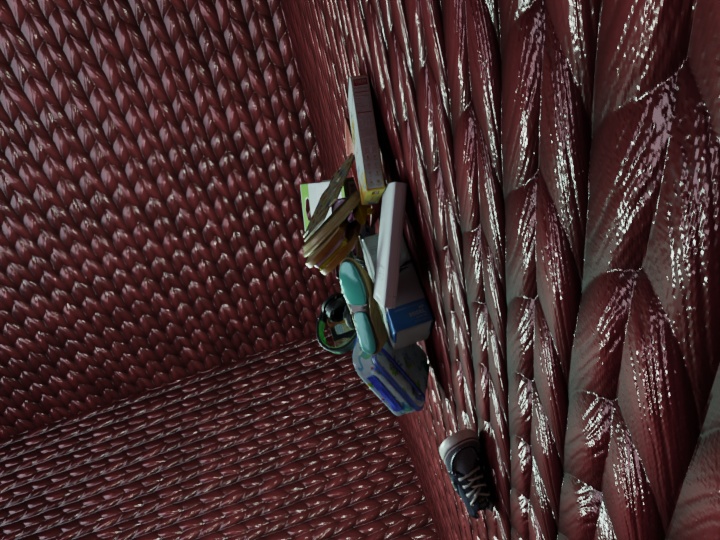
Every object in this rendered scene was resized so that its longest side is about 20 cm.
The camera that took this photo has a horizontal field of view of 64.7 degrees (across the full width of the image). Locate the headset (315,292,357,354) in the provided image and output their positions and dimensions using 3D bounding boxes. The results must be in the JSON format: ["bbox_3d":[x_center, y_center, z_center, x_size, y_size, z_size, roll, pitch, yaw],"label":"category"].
[{"bbox_3d":[-0.037,0.085,1.290,0.122,0.204,0.094,15,166,36],"label":"headset"}]

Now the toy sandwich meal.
[{"bbox_3d":[-0.041,-0.080,1.172,0.070,0.205,0.205,44,-179,-9],"label":"toy sandwich meal"}]

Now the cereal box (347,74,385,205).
[{"bbox_3d":[0.008,-0.234,1.046,0.144,0.039,0.205,124,137,-85],"label":"cereal box"}]

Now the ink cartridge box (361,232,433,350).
[{"bbox_3d":[0.072,0.038,1.140,0.145,0.082,0.204,83,169,-70],"label":"ink cartridge box"}]

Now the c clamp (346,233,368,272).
[{"bbox_3d":[0.000,0.000,1.226,0.200,0.027,0.174,-4,-107,-77],"label":"c clamp"}]

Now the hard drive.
[{"bbox_3d":[0.050,-0.046,0.987,0.132,0.026,0.205,-137,52,-82],"label":"hard drive"}]

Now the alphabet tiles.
[{"bbox_3d":[-0.068,-0.159,1.226,0.166,0.006,0.203,-42,23,51],"label":"alphabet tiles"}]

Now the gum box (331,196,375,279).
[{"bbox_3d":[-0.013,-0.070,1.409,0.113,0.065,0.205,10,-105,-61],"label":"gum box"}]

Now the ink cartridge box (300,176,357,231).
[{"bbox_3d":[-0.077,-0.175,1.568,0.198,0.075,0.152,5,105,49],"label":"ink cartridge box"}]

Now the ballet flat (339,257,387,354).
[{"bbox_3d":[0.008,0.061,1.090,0.067,0.063,0.204,3,115,38],"label":"ballet flat"}]

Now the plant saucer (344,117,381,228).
[{"bbox_3d":[0.010,-0.221,1.299,0.200,0.036,0.204,93,160,-77],"label":"plant saucer"}]

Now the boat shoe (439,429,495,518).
[{"bbox_3d":[0.189,0.347,0.957,0.094,0.074,0.201,61,177,40],"label":"boat shoe"}]

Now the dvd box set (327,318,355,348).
[{"bbox_3d":[0.023,0.132,1.407,0.148,0.195,0.030,77,176,-51],"label":"dvd box set"}]

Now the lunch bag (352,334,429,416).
[{"bbox_3d":[0.070,0.204,1.227,0.201,0.081,0.162,51,-146,-25],"label":"lunch bag"}]
